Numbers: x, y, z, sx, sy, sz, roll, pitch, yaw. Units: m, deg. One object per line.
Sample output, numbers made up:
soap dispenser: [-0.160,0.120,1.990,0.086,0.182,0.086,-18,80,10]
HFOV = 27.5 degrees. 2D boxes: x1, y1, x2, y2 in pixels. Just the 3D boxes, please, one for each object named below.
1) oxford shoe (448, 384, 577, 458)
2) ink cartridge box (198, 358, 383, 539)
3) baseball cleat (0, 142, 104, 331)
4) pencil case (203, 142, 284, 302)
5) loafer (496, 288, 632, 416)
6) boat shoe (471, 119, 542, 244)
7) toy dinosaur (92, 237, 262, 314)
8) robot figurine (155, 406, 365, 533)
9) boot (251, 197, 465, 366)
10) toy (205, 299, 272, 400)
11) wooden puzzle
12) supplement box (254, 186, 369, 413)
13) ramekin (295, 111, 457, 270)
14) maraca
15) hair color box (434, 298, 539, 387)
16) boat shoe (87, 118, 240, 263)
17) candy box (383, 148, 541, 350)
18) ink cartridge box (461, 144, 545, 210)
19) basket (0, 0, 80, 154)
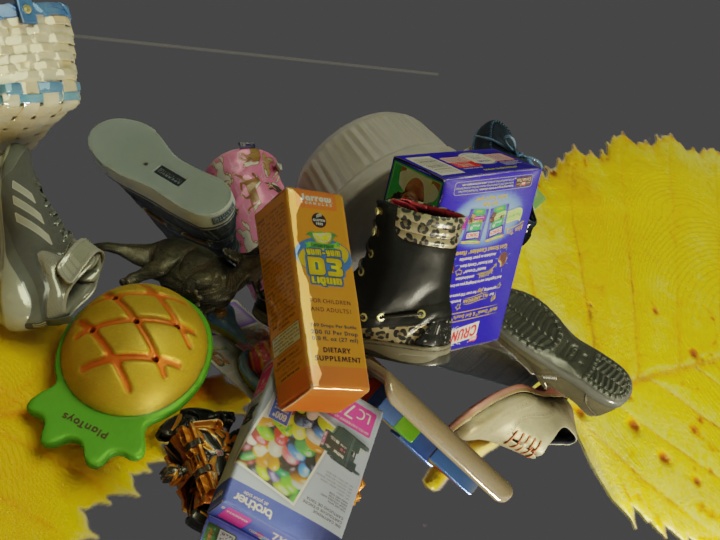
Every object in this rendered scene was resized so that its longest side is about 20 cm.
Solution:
oxford shoe: [0.179,0.172,1.644,0.199,0.071,0.074,-5,62,-45]
ink cartridge box: [-0.061,0.185,1.327,0.119,0.042,0.201,31,53,-13]
baseball cleat: [-0.292,-0.033,1.374,0.106,0.070,0.201,-5,62,-3]
pencil case: [-0.097,-0.036,1.564,0.083,0.086,0.201,9,50,-56]
loafer: [0.207,0.098,1.648,0.200,0.070,0.075,39,49,14]
boat shoe: [0.189,-0.109,1.794,0.084,0.069,0.201,18,46,-33]
toy dinosaur: [-0.171,0.005,1.445,0.199,0.077,0.102,9,37,25]
robot figurine: [-0.098,0.183,1.385,0.199,0.058,0.145,4,49,-41]
boot: [0.001,0.000,1.434,0.202,0.155,0.073,13,16,12]
toy: [-0.085,0.085,1.445,0.200,0.047,0.115,37,27,23]
wooden puzzle: [0.049,0.152,1.484,0.185,0.046,0.200,43,-2,-22]
supplement box: [-0.046,0.026,1.356,0.066,0.069,0.201,5,62,-31]
ramekin: [0.018,-0.086,1.634,0.202,0.203,0.094,-3,47,-44]
maraca: [-0.213,0.091,1.327,0.136,0.107,0.200,21,51,11]
hair color box: [0.126,0.064,1.699,0.199,0.061,0.099,18,46,-32]
boat shoe: [-0.205,-0.076,1.520,0.200,0.091,0.071,35,59,29]
candy box: [0.090,-0.019,1.530,0.077,0.201,0.169,27,23,37]
ink cartridge box: [0.137,-0.082,1.833,0.117,0.067,0.200,49,38,3]
basket: [-0.357,-0.223,1.418,0.139,0.176,0.201,-6,71,-39]
